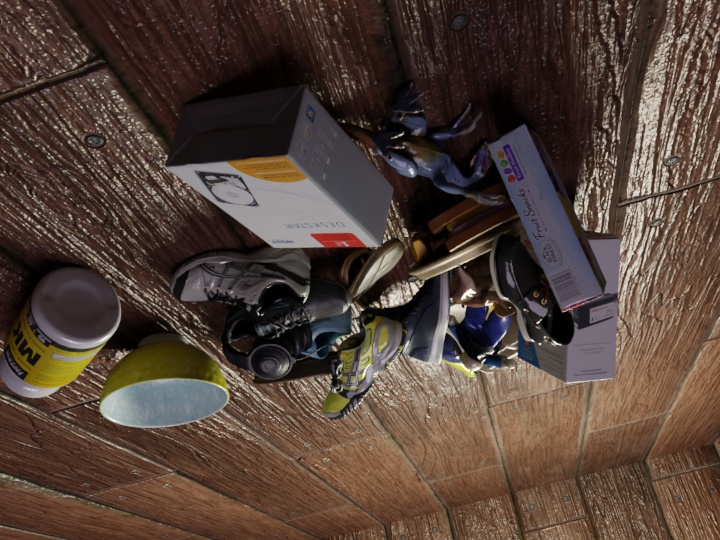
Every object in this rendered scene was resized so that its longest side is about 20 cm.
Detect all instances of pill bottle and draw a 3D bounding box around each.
[{"bbox_3d":[-0.417,0.092,0.956,0.114,0.115,0.200,13,141,-37],"label":"pill bottle"}]

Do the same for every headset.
[{"bbox_3d":[-0.116,0.125,1.064,0.198,0.124,0.095,12,123,24],"label":"headset"}]

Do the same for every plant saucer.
[{"bbox_3d":[-0.090,0.165,1.215,0.198,0.030,0.200,-10,176,-1],"label":"plant saucer"}]

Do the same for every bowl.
[{"bbox_3d":[-0.315,0.166,1.125,0.198,0.109,0.201,-9,150,-5],"label":"bowl"}]

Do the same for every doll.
[{"bbox_3d":[0.198,0.107,1.130,0.048,0.136,0.201,-39,157,-29],"label":"doll"}]

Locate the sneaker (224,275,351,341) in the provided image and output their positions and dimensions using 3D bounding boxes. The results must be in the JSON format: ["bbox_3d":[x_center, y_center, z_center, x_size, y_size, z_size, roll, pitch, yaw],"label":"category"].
[{"bbox_3d":[-0.107,0.064,1.013,0.198,0.080,0.076,-9,129,21],"label":"sneaker"}]

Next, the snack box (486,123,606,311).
[{"bbox_3d":[0.218,-0.061,0.806,0.053,0.202,0.142,-24,176,20],"label":"snack box"}]

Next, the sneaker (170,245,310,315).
[{"bbox_3d":[-0.165,0.022,0.960,0.198,0.088,0.076,-12,152,3],"label":"sneaker"}]

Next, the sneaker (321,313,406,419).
[{"bbox_3d":[-0.010,0.148,1.103,0.076,0.076,0.201,31,107,-13],"label":"sneaker"}]

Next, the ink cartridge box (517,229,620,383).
[{"bbox_3d":[0.298,0.044,1.016,0.083,0.202,0.145,-3,-172,-15],"label":"ink cartridge box"}]

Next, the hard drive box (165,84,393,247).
[{"bbox_3d":[-0.078,-0.099,0.746,0.155,0.078,0.200,0,158,30],"label":"hard drive box"}]

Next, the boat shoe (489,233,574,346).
[{"bbox_3d":[0.219,0.025,0.885,0.063,0.074,0.202,7,146,40],"label":"boat shoe"}]

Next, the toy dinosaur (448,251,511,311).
[{"bbox_3d":[0.164,0.017,0.978,0.135,0.087,0.199,-7,-177,38],"label":"toy dinosaur"}]

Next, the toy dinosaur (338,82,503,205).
[{"bbox_3d":[0.080,-0.144,0.821,0.198,0.106,0.181,13,172,27],"label":"toy dinosaur"}]

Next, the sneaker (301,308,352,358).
[{"bbox_3d":[-0.092,0.112,1.143,0.074,0.083,0.199,19,138,-41],"label":"sneaker"}]

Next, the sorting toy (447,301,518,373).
[{"bbox_3d":[0.212,0.075,1.188,0.179,0.108,0.200,19,146,-21],"label":"sorting toy"}]

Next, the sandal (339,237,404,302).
[{"bbox_3d":[0.000,0.000,1.015,0.080,0.054,0.200,-36,174,-26],"label":"sandal"}]

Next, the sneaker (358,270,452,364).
[{"bbox_3d":[0.071,0.062,1.125,0.145,0.077,0.204,9,125,5],"label":"sneaker"}]

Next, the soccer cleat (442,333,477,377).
[{"bbox_3d":[0.187,0.159,1.366,0.083,0.065,0.200,9,163,26],"label":"soccer cleat"}]

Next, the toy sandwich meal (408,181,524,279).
[{"bbox_3d":[0.139,-0.054,0.940,0.204,0.071,0.205,-26,-179,0],"label":"toy sandwich meal"}]
